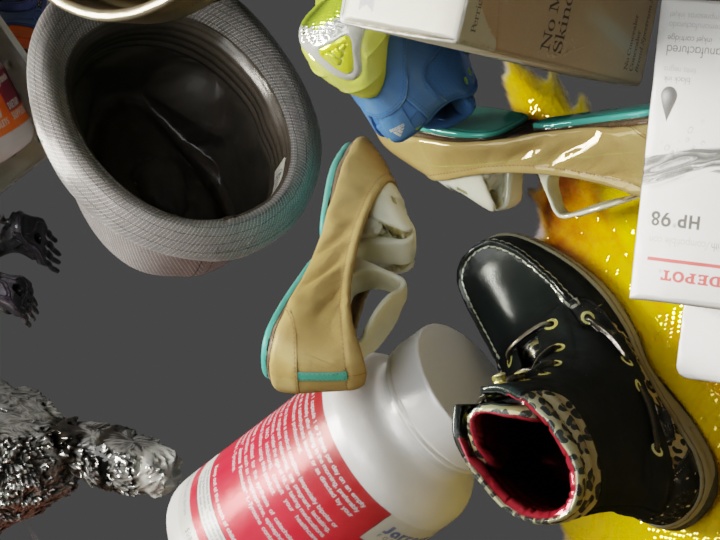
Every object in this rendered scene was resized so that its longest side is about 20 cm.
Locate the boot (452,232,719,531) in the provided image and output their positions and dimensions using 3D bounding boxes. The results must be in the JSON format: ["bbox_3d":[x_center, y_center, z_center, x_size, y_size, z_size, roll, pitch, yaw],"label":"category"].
[{"bbox_3d":[0.094,0.057,1.426,0.074,0.153,0.204,-48,65,23],"label":"boot"}]

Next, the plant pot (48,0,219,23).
[{"bbox_3d":[-0.089,-0.237,1.549,0.199,0.173,0.202,-2,87,34],"label":"plant pot"}]

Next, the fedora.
[{"bbox_3d":[-0.119,-0.075,1.595,0.201,0.176,0.090,58,147,21],"label":"fedora"}]

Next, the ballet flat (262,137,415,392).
[{"bbox_3d":[0.000,0.000,1.494,0.063,0.201,0.069,6,133,14],"label":"ballet flat"}]

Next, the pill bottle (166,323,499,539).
[{"bbox_3d":[-0.008,0.119,1.519,0.200,0.112,0.113,-38,68,28],"label":"pill bottle"}]

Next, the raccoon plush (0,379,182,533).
[{"bbox_3d":[-0.217,0.158,1.679,0.199,0.097,0.135,19,114,27],"label":"raccoon plush"}]

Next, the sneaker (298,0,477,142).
[{"bbox_3d":[0.026,-0.138,1.492,0.075,0.200,0.105,-19,113,31],"label":"sneaker"}]

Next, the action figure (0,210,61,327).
[{"bbox_3d":[-0.297,0.021,1.706,0.199,0.102,0.119,-8,46,18],"label":"action figure"}]

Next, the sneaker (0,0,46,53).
[{"bbox_3d":[-0.280,-0.198,1.748,0.199,0.075,0.079,20,91,25],"label":"sneaker"}]

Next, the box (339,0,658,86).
[{"bbox_3d":[0.080,-0.159,1.415,0.077,0.200,0.096,14,96,33],"label":"box"}]

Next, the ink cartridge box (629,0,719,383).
[{"bbox_3d":[0.210,-0.037,1.381,0.115,0.067,0.202,7,92,33],"label":"ink cartridge box"}]

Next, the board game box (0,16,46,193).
[{"bbox_3d":[-0.288,-0.132,1.705,0.200,0.026,0.201,-33,93,43],"label":"board game box"}]

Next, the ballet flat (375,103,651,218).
[{"bbox_3d":[0.095,-0.060,1.486,0.199,0.068,0.063,1,104,36],"label":"ballet flat"}]

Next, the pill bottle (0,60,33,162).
[{"bbox_3d":[-0.288,-0.146,1.605,0.109,0.110,0.201,-19,103,32],"label":"pill bottle"}]
